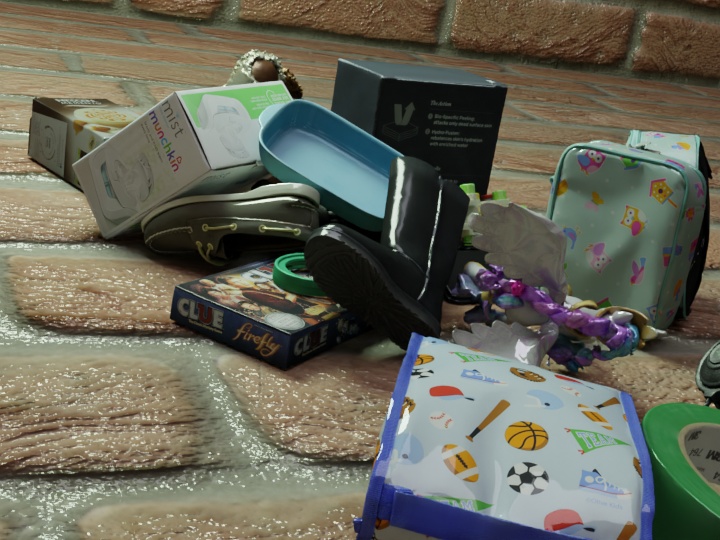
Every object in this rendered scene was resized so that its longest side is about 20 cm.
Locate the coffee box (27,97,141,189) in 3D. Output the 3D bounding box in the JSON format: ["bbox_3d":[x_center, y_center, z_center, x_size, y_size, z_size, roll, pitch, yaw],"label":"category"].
[{"bbox_3d":[-0.330,-0.159,1.428,0.114,0.080,0.199,-6,24,-41],"label":"coffee box"}]

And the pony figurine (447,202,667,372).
[{"bbox_3d":[0.161,0.032,1.040,0.191,0.168,0.200,13,1,-16],"label":"pony figurine"}]

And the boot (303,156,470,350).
[{"bbox_3d":[0.030,-0.043,1.071,0.065,0.165,0.201,-23,34,37],"label":"boot"}]

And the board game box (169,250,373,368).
[{"bbox_3d":[-0.065,0.031,1.066,0.135,0.035,0.200,19,20,27],"label":"board game box"}]

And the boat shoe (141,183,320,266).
[{"bbox_3d":[-0.137,-0.041,1.155,0.200,0.061,0.072,-9,-24,16],"label":"boat shoe"}]

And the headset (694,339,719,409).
[{"bbox_3d":[0.306,0.113,0.911,0.199,0.125,0.094,-20,5,-26],"label":"headset"}]

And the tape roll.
[{"bbox_3d":[0.274,0.166,0.756,0.199,0.048,0.201,20,21,-8],"label":"tape roll"}]

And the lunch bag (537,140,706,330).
[{"bbox_3d":[0.270,-0.038,1.184,0.159,0.202,0.077,19,19,32],"label":"lunch bag"}]

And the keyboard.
[{"bbox_3d":[0.157,0.007,1.283,0.198,0.040,0.104,-1,44,-32],"label":"keyboard"}]

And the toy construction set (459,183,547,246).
[{"bbox_3d":[0.157,-0.062,1.372,0.198,0.093,0.131,10,-8,-25],"label":"toy construction set"}]

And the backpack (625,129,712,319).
[{"bbox_3d":[0.328,-0.063,1.290,0.152,0.202,0.176,13,19,12],"label":"backpack"}]

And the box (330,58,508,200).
[{"bbox_3d":[0.064,-0.158,1.438,0.195,0.202,0.117,-1,21,-32],"label":"box"}]

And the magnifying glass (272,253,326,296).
[{"bbox_3d":[0.000,0.000,1.111,0.199,0.023,0.079,-8,25,-40],"label":"magnifying glass"}]

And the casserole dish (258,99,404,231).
[{"bbox_3d":[-0.024,-0.108,1.195,0.199,0.039,0.121,32,42,3],"label":"casserole dish"}]

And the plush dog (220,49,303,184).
[{"bbox_3d":[-0.131,-0.180,1.486,0.159,0.202,0.171,-4,1,38],"label":"plush dog"}]

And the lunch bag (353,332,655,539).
[{"bbox_3d":[0.088,0.133,0.703,0.168,0.125,0.200,13,11,3],"label":"lunch bag"}]

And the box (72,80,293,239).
[{"bbox_3d":[-0.181,-0.124,1.244,0.176,0.097,0.200,-28,-4,33],"label":"box"}]

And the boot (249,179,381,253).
[{"bbox_3d":[-0.023,-0.046,1.247,0.157,0.080,0.211,4,10,-33],"label":"boot"}]
